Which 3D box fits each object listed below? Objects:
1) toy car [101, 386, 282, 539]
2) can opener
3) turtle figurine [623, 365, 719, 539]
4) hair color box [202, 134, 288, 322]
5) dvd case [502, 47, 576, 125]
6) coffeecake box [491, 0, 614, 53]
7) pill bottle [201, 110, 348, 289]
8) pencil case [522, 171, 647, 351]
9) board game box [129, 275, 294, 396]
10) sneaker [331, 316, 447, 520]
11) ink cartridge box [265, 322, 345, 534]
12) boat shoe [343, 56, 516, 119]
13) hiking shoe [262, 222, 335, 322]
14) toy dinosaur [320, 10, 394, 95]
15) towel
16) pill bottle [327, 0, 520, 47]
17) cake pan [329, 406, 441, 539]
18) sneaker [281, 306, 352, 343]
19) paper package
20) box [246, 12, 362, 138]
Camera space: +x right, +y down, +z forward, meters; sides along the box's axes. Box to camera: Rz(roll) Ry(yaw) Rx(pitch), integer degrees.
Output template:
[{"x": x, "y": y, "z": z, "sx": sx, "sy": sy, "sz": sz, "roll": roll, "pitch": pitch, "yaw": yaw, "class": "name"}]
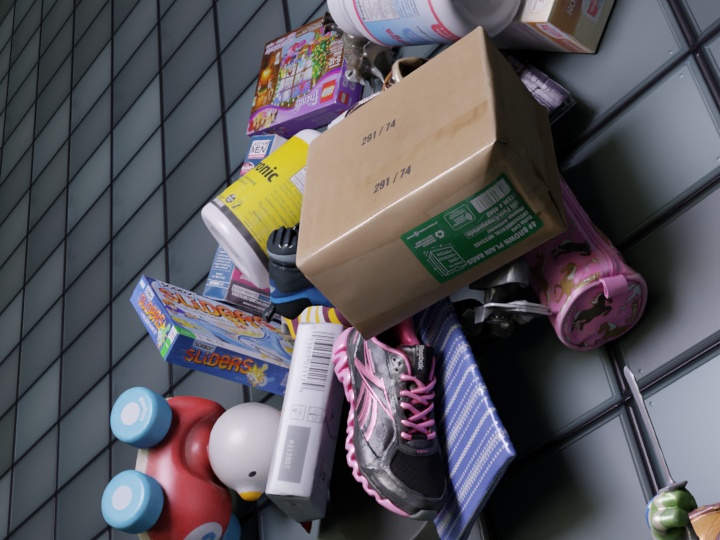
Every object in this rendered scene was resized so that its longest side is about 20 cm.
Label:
[{"x": -0.137, "y": 0.211, "z": 1.146, "sx": 0.199, "sy": 0.184, "sz": 0.178, "roll": -13, "pitch": 60, "yaw": 24, "class": "toy car"}, {"x": 0.106, "y": 0.025, "z": 0.921, "sx": 0.200, "sy": 0.053, "sz": 0.067, "roll": 157, "pitch": 117, "yaw": -76, "class": "can opener"}, {"x": 0.253, "y": 0.139, "z": 0.651, "sx": 0.194, "sy": 0.143, "sz": 0.201, "roll": 25, "pitch": 97, "yaw": 51, "class": "turtle figurine"}, {"x": -0.103, "y": -0.048, "z": 1.264, "sx": 0.060, "sy": 0.100, "sz": 0.201, "roll": 6, "pitch": 78, "yaw": 56, "class": "hair color box"}, {"x": 0.098, "y": -0.122, "z": 1.036, "sx": 0.200, "sy": 0.016, "sz": 0.149, "roll": -41, "pitch": 31, "yaw": 6, "class": "dvd case"}, {"x": 0.165, "y": -0.302, "z": 1.057, "sx": 0.200, "sy": 0.073, "sz": 0.154, "roll": 20, "pitch": 89, "yaw": 55, "class": "coffeecake box"}, {"x": -0.064, "y": -0.082, "z": 1.171, "sx": 0.200, "sy": 0.112, "sz": 0.111, "roll": -39, "pitch": 34, "yaw": -11, "class": "pill bottle"}, {"x": 0.165, "y": -0.025, "z": 0.906, "sx": 0.083, "sy": 0.087, "sz": 0.201, "roll": -33, "pitch": 45, "yaw": 11, "class": "pencil case"}, {"x": -0.138, "y": 0.077, "z": 1.159, "sx": 0.035, "sy": 0.199, "sz": 0.135, "roll": -60, "pitch": 36, "yaw": 11, "class": "board game box"}, {"x": 0.033, "y": 0.106, "z": 0.890, "sx": 0.096, "sy": 0.079, "sz": 0.201, "roll": -54, "pitch": 40, "yaw": 37, "class": "sneaker"}, {"x": -0.035, "y": 0.159, "z": 1.035, "sx": 0.057, "sy": 0.200, "sz": 0.164, "roll": 4, "pitch": 67, "yaw": 15, "class": "ink cartridge box"}, {"x": 0.055, "y": -0.183, "z": 1.070, "sx": 0.199, "sy": 0.072, "sz": 0.072, "roll": -11, "pitch": 45, "yaw": 40, "class": "boat shoe"}, {"x": 0.000, "y": 0.000, "z": 1.036, "sx": 0.074, "sy": 0.199, "sz": 0.087, "roll": -133, "pitch": 46, "yaw": -58, "class": "hiking shoe"}, {"x": 0.017, "y": -0.298, "z": 1.260, "sx": 0.201, "sy": 0.102, "sz": 0.077, "roll": -63, "pitch": -2, "yaw": -13, "class": "toy dinosaur"}, {"x": 0.072, "y": 0.115, "z": 0.905, "sx": 0.201, "sy": 0.024, "sz": 0.145, "roll": -110, "pitch": 29, "yaw": -42, "class": "towel"}, {"x": 0.054, "y": -0.272, "z": 1.036, "sx": 0.200, "sy": 0.108, "sz": 0.109, "roll": 12, "pitch": 82, "yaw": 56, "class": "pill bottle"}, {"x": 0.036, "y": 0.182, "z": 1.012, "sx": 0.200, "sy": 0.037, "sz": 0.202, "roll": -30, "pitch": 50, "yaw": 43, "class": "cake pan"}, {"x": -0.024, "y": 0.054, "z": 1.140, "sx": 0.200, "sy": 0.074, "sz": 0.091, "roll": 24, "pitch": 101, "yaw": 61, "class": "sneaker"}, {"x": 0.053, "y": -0.071, "z": 0.884, "sx": 0.199, "sy": 0.103, "sz": 0.191, "roll": -30, "pitch": 33, "yaw": 25, "class": "paper package"}, {"x": -0.066, "y": -0.247, "z": 1.370, "sx": 0.199, "sy": 0.039, "sz": 0.138, "roll": -9, "pitch": 66, "yaw": 51, "class": "box"}]
